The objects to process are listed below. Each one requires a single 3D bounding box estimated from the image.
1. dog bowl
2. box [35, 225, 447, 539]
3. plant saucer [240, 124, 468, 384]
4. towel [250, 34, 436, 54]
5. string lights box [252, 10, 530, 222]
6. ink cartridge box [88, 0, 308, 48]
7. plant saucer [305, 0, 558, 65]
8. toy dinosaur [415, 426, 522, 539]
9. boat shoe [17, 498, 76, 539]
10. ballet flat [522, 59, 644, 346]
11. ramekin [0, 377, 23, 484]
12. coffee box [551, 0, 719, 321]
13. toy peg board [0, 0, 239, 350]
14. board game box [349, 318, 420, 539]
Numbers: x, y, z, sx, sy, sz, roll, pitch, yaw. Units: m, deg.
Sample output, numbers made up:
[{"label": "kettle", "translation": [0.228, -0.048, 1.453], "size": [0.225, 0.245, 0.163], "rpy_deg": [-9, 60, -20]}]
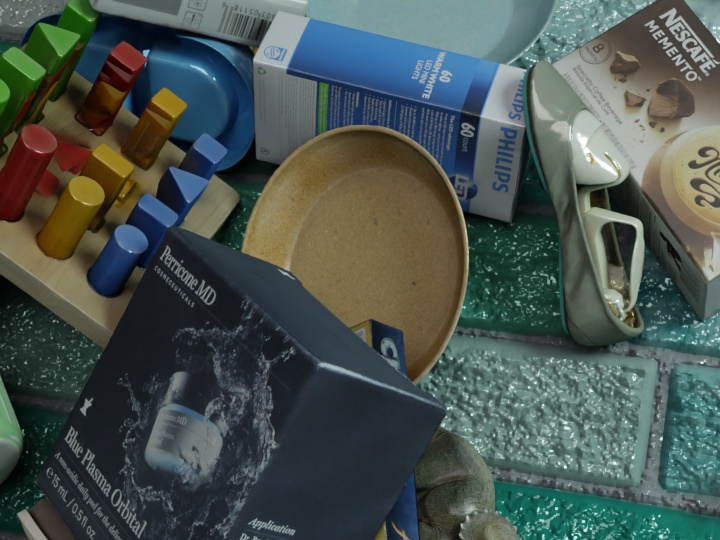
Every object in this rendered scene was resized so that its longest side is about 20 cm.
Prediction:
[{"label": "dog bowl", "translation": [-0.163, -0.145, 1.149], "size": [0.198, 0.112, 0.050], "rpy_deg": [13, 36, 15]}, {"label": "box", "translation": [-0.082, 0.111, 0.947], "size": [0.196, 0.117, 0.201], "rpy_deg": [37, 101, 47]}, {"label": "plant saucer", "translation": [0.000, 0.000, 1.060], "size": [0.199, 0.035, 0.203], "rpy_deg": [-5, 82, 36]}, {"label": "towel", "translation": [-0.045, -0.158, 1.182], "size": [0.198, 0.018, 0.087], "rpy_deg": [11, 70, 14]}, {"label": "string lights box", "translation": [0.025, -0.110, 1.087], "size": [0.198, 0.103, 0.059], "rpy_deg": [15, 52, 9]}, {"label": "ink cartridge box", "translation": [-0.147, -0.237, 1.150], "size": [0.200, 0.161, 0.051], "rpy_deg": [52, 127, 53]}, {"label": "plant saucer", "translation": [0.056, -0.210, 1.167], "size": [0.199, 0.039, 0.203], "rpy_deg": [-4, 59, 7]}, {"label": "toy dinosaur", "translation": [0.053, 0.158, 1.007], "size": [0.101, 0.077, 0.201], "rpy_deg": [-19, 39, 3]}, {"label": "boat shoe", "translation": [-0.150, 0.220, 1.011], "size": [0.200, 0.072, 0.059], "rpy_deg": [42, 73, 19]}, {"label": "ballet flat", "translation": [0.160, -0.047, 1.029], "size": [0.063, 0.067, 0.202], "rpy_deg": [-4, 103, 32]}, {"label": "ramekin", "translation": [-0.327, 0.117, 1.019], "size": [0.199, 0.200, 0.098], "rpy_deg": [-30, 72, -4]}, {"label": "coffee box", "translation": [0.233, -0.083, 1.067], "size": [0.112, 0.080, 0.201], "rpy_deg": [-30, 66, -3]}, {"label": "toy peg board", "translation": [-0.186, -0.082, 1.042], "size": [0.198, 0.098, 0.200], "rpy_deg": [36, 39, -3]}, {"label": "board game box", "translation": [-0.024, 0.149, 0.983], "size": [0.135, 0.034, 0.202], "rpy_deg": [-25, 58, 38]}]
